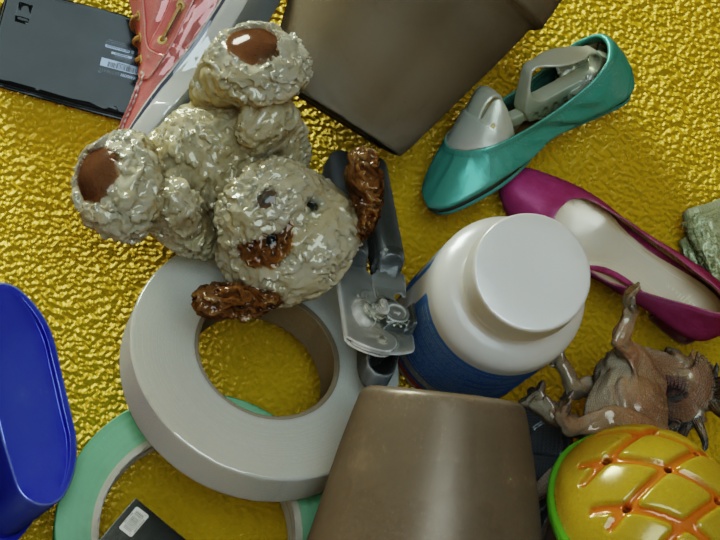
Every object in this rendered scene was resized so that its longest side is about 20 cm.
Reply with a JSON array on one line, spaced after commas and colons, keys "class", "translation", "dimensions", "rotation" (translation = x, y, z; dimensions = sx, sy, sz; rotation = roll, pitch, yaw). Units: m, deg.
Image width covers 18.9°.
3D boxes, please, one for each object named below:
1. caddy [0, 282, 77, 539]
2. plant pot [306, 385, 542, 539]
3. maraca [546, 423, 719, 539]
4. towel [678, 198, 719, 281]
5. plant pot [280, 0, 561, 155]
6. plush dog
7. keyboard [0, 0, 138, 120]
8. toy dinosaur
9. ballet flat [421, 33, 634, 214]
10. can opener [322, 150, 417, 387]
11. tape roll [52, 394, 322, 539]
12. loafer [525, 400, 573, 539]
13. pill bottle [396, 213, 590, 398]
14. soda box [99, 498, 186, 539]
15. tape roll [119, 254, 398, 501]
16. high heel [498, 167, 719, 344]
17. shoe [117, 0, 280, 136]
[{"class": "caddy", "translation": [-0.283, 0.102, 1.500], "dimensions": [0.141, 0.105, 0.200], "rotation": [-7, 77, -33]}, {"class": "plant pot", "translation": [0.046, 0.169, 1.444], "dimensions": [0.200, 0.200, 0.175], "rotation": [7, 85, -7]}, {"class": "maraca", "translation": [0.197, 0.181, 1.423], "dimensions": [0.137, 0.107, 0.200], "rotation": [-5, 45, -14]}, {"class": "towel", "translation": [0.343, 0.018, 1.652], "dimensions": [0.148, 0.036, 0.200], "rotation": [-25, 83, -13]}, {"class": "plant pot", "translation": [0.024, -0.187, 1.581], "dimensions": [0.200, 0.200, 0.174], "rotation": [32, 90, -1]}, {"class": "plush dog", "translation": [-0.079, -0.046, 1.514], "dimensions": [0.200, 0.161, 0.172], "rotation": [-41, 72, -13]}, {"class": "keyboard", "translation": [-0.172, -0.174, 1.621], "dimensions": [0.200, 0.021, 0.127], "rotation": [15, 82, -7]}, {"class": "toy dinosaur", "translation": [0.196, 0.106, 1.547], "dimensions": [0.136, 0.086, 0.200], "rotation": [42, 58, -14]}, {"class": "ballet flat", "translation": [0.118, -0.120, 1.625], "dimensions": [0.200, 0.067, 0.070], "rotation": [-33, 125, -18]}, {"class": "can opener", "translation": [0.000, 0.000, 1.563], "dimensions": [0.053, 0.067, 0.200], "rotation": [9, 41, -16]}, {"class": "tape roll", "translation": [-0.118, 0.188, 1.534], "dimensions": [0.200, 0.048, 0.201], "rotation": [2, 77, -8]}, {"class": "loafer", "translation": [0.118, 0.194, 1.573], "dimensions": [0.072, 0.063, 0.200], "rotation": [3, 70, 23]}, {"class": "pill bottle", "translation": [0.093, 0.026, 1.522], "dimensions": [0.112, 0.200, 0.112], "rotation": [3, 76, -11]}, {"class": "soda box", "translation": [-0.191, 0.248, 1.420], "dimensions": [0.063, 0.071, 0.200], "rotation": [40, 56, 1]}, {"class": "tape roll", "translation": [-0.070, 0.068, 1.536], "dimensions": [0.202, 0.037, 0.203], "rotation": [10, 54, -15]}, {"class": "high heel", "translation": [0.190, -0.017, 1.603], "dimensions": [0.200, 0.096, 0.067], "rotation": [43, 75, 2]}, {"class": "shoe", "translation": [-0.140, -0.166, 1.584], "dimensions": [0.091, 0.071, 0.200], "rotation": [34, 91, 18]}]
